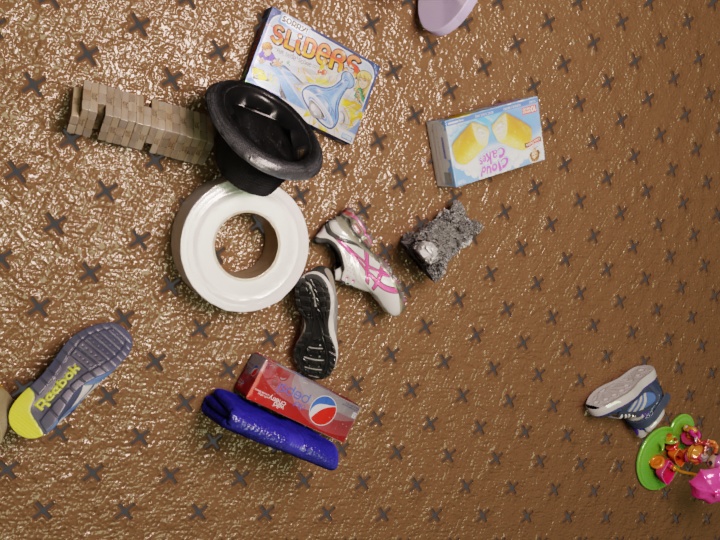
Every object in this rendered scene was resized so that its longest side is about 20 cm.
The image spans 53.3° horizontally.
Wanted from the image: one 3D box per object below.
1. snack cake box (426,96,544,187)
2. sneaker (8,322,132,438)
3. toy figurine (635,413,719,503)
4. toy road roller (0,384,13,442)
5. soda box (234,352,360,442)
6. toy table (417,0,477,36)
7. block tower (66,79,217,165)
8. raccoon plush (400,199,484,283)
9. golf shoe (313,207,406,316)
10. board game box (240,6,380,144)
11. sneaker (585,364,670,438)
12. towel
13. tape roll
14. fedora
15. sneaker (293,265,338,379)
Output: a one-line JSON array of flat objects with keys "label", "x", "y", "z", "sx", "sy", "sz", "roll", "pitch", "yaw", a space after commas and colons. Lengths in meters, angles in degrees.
[{"label": "snack cake box", "x": 0.222, "y": -0.227, "z": 1.261, "sx": 0.199, "sy": 0.067, "sz": 0.116, "roll": -19, "pitch": 106, "yaw": -23}, {"label": "sneaker", "x": -0.408, "y": 0.152, "z": 1.009, "sx": 0.074, "sy": 0.082, "sz": 0.200, "roll": 44, "pitch": 58, "yaw": -2}, {"label": "toy figurine", "x": 0.742, "y": 0.425, "z": 1.570, "sx": 0.200, "sy": 0.184, "sz": 0.151, "roll": -44, "pitch": 115, "yaw": -14}, {"label": "toy road roller", "x": -0.558, "y": 0.163, "z": 0.907, "sx": 0.145, "sy": 0.123, "sz": 0.201, "roll": -32, "pitch": 111, "yaw": -3}, {"label": "soda box", "x": -0.101, "y": 0.208, "z": 1.173, "sx": 0.199, "sy": 0.063, "sz": 0.070, "roll": 32, "pitch": 82, "yaw": -27}, {"label": "toy table", "x": 0.121, "y": -0.487, "z": 1.114, "sx": 0.117, "sy": 0.183, "sz": 0.202, "roll": 19, "pitch": 77, "yaw": -44}, {"label": "block tower", "x": -0.297, "y": -0.202, "z": 0.997, "sx": 0.198, "sy": 0.054, "sz": 0.058, "roll": 9, "pitch": 56, "yaw": -28}, {"label": "raccoon plush", "x": 0.151, "y": -0.052, "z": 1.192, "sx": 0.134, "sy": 0.200, "sz": 0.097, "roll": -40, "pitch": 101, "yaw": -1}, {"label": "golf shoe", "x": 0.000, "y": 0.000, "z": 1.188, "sx": 0.092, "sy": 0.073, "sz": 0.201, "roll": -36, "pitch": 103, "yaw": -11}, {"label": "board game box", "x": -0.078, "y": -0.297, "z": 1.114, "sx": 0.199, "sy": 0.034, "sz": 0.137, "roll": 20, "pitch": 89, "yaw": -28}, {"label": "sneaker", "x": 0.571, "y": 0.304, "z": 1.520, "sx": 0.199, "sy": 0.080, "sz": 0.148, "roll": -25, "pitch": 105, "yaw": -27}, {"label": "towel", "x": -0.138, "y": 0.243, "z": 1.114, "sx": 0.199, "sy": 0.147, "sz": 0.050, "roll": 29, "pitch": 77, "yaw": -27}, {"label": "tape roll", "x": -0.181, "y": -0.042, "z": 1.086, "sx": 0.201, "sy": 0.071, "sz": 0.205, "roll": -5, "pitch": 101, "yaw": -25}, {"label": "fedora", "x": -0.149, "y": -0.174, "z": 1.007, "sx": 0.199, "sy": 0.202, "sz": 0.092, "roll": 20, "pitch": 126, "yaw": -28}, {"label": "sneaker", "x": -0.064, "y": 0.087, "z": 1.166, "sx": 0.073, "sy": 0.079, "sz": 0.202, "roll": 8, "pitch": 114, "yaw": 11}]
